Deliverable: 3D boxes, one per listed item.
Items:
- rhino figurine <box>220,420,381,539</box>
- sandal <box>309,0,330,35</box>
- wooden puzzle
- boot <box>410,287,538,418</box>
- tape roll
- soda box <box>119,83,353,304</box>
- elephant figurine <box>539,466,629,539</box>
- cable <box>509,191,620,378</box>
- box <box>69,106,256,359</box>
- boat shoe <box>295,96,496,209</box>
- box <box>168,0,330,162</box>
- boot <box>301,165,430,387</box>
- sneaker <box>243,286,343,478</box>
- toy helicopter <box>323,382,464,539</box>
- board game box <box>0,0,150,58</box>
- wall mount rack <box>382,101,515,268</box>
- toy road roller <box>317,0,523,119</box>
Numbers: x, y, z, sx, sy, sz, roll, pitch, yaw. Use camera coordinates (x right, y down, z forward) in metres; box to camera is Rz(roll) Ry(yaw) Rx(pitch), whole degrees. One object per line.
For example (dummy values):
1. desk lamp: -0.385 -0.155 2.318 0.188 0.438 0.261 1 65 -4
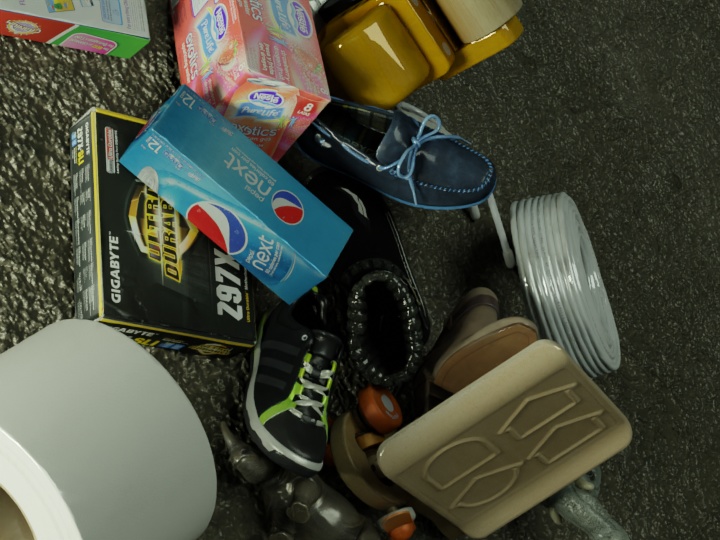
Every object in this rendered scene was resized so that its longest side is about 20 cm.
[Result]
1. rhino figurine: -0.054 0.202 1.442 0.200 0.060 0.087 46 19 -12
2. sandal: 0.002 -0.241 1.717 0.202 0.050 0.083 -7 90 -30
3. wooden puzzle: 0.126 0.144 1.459 0.200 0.185 0.046 45 14 -50
4. boot: 0.106 0.067 1.521 0.070 0.200 0.146 32 39 -11
5. tape roll: -0.225 0.154 1.225 0.139 0.203 0.203 -37 95 -45
6. soda box: -0.108 -0.065 1.457 0.200 0.064 0.068 40 47 -12
7. elephant figurine: 0.175 0.177 1.612 0.200 0.141 0.155 34 65 -15
8. cable: 0.208 0.018 1.703 0.200 0.069 0.200 49 29 -61
9. box: -0.174 -0.030 1.468 0.159 0.049 0.201 14 60 -38
10. boat shoe: 0.027 -0.109 1.535 0.199 0.069 0.084 13 61 10
11. box: -0.105 -0.211 1.547 0.094 0.103 0.200 18 43 -33
12. boot: 0.003 -0.001 1.531 0.211 0.079 0.158 60 10 -1
13. sneaker: -0.054 0.086 1.452 0.072 0.083 0.200 26 34 -30
14. toy helicopter: 0.042 0.200 1.514 0.200 0.079 0.132 38 27 -41
15. board game box: -0.291 -0.281 1.495 0.200 0.040 0.153 7 65 -39
16. wall mount rack: 0.085 -0.089 1.669 0.173 0.075 0.200 25 18 -26
17. toy road roller: 0.046 -0.225 1.598 0.123 0.200 0.146 54 29 -17
